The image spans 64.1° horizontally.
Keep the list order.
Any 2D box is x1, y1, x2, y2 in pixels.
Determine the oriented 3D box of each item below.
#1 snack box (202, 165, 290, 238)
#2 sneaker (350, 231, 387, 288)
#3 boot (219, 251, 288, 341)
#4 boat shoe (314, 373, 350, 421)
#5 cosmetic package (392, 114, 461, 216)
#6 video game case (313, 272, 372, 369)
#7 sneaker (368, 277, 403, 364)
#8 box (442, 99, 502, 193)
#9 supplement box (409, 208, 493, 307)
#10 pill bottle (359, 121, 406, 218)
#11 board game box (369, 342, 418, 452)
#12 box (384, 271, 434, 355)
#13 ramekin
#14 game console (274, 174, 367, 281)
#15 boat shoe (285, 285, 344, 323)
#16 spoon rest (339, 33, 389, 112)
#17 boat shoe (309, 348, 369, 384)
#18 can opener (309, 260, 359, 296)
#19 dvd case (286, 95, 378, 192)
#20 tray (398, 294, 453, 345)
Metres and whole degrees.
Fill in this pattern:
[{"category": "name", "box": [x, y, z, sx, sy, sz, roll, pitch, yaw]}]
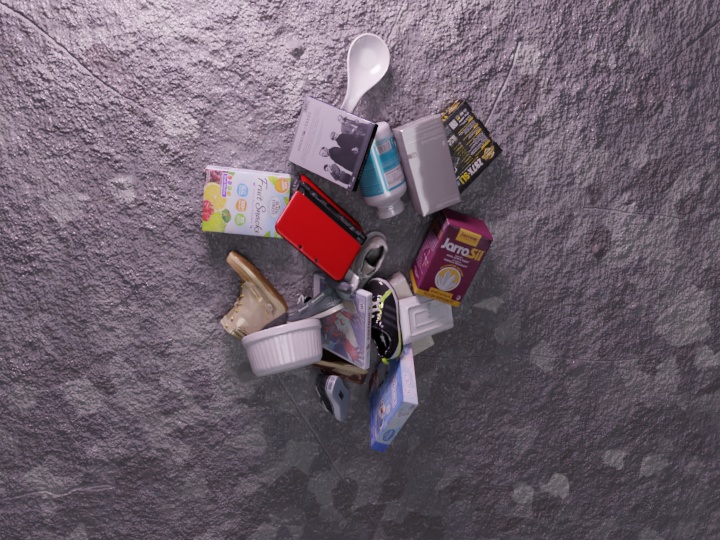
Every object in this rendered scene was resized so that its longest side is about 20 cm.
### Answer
[{"category": "snack box", "box": [-0.265, -0.159, 1.334, 0.193, 0.053, 0.147, 5, 107, -12]}, {"category": "sneaker", "box": [0.000, 0.000, 1.408, 0.074, 0.092, 0.204, 28, 101, -15]}, {"category": "boot", "box": [-0.290, 0.070, 1.390, 0.154, 0.073, 0.201, -39, 115, 4]}, {"category": "boat shoe", "box": [-0.076, 0.327, 1.484, 0.066, 0.075, 0.201, 13, 152, 20]}, {"category": "cosmetic package", "box": [0.152, -0.240, 1.315, 0.104, 0.090, 0.206, -22, 107, -5]}, {"category": "video game case", "box": [-0.048, 0.119, 1.393, 0.023, 0.197, 0.189, -14, 113, -42]}, {"category": "sneaker", "box": [0.052, 0.116, 1.363, 0.070, 0.082, 0.207, -20, 81, 34]}, {"category": "box", "box": [0.222, -0.279, 1.385, 0.200, 0.049, 0.160, -45, 111, 5]}, {"category": "supplement box", "box": [0.219, -0.032, 1.409, 0.127, 0.104, 0.205, 16, 117, -13]}, {"category": "pill bottle", "box": [0.043, -0.229, 1.336, 0.107, 0.111, 0.206, -20, 109, -3]}, {"category": "board game box", "box": [0.076, 0.302, 1.423, 0.042, 0.203, 0.202, 16, 128, -15]}, {"category": "box", "box": [0.113, 0.113, 1.475, 0.080, 0.069, 0.205, -25, 109, -1]}, {"category": "ramekin", "box": [-0.178, 0.186, 1.358, 0.195, 0.203, 0.098, -13, 80, -5]}, {"category": "game console", "box": [-0.093, -0.101, 1.319, 0.199, 0.173, 0.119, 40, 99, -19]}, {"category": "boat shoe", "box": [-0.118, 0.084, 1.388, 0.072, 0.197, 0.064, -26, 95, -44]}, {"category": "spoon rest", "box": [-0.003, -0.429, 1.294, 0.097, 0.061, 0.205, 23, 103, -16]}, {"category": "boat shoe", "box": [-0.074, 0.253, 1.486, 0.193, 0.072, 0.074, 14, 109, -15]}, {"category": "can opener", "box": [-0.083, -0.017, 1.344, 0.199, 0.066, 0.054, 42, 101, 25]}, {"category": "dvd case", "box": [-0.066, -0.284, 1.282, 0.196, 0.024, 0.155, 28, 105, 26]}, {"category": "tray", "box": [0.170, 0.112, 1.447, 0.196, 0.022, 0.112, -12, 96, -39]}]
